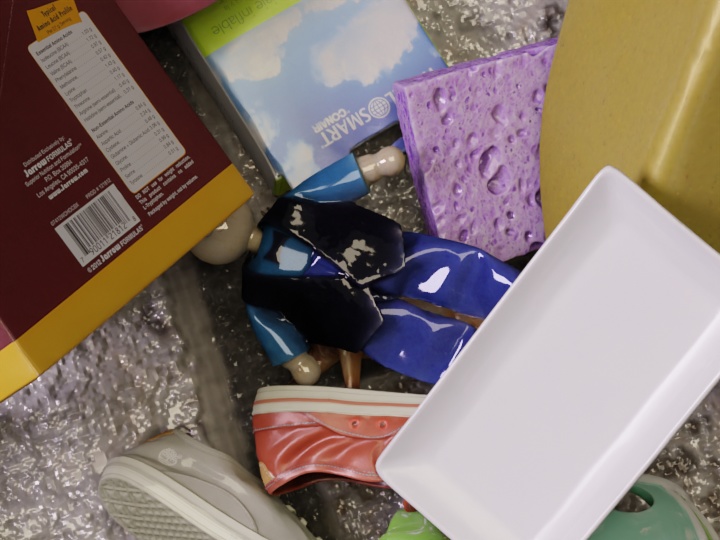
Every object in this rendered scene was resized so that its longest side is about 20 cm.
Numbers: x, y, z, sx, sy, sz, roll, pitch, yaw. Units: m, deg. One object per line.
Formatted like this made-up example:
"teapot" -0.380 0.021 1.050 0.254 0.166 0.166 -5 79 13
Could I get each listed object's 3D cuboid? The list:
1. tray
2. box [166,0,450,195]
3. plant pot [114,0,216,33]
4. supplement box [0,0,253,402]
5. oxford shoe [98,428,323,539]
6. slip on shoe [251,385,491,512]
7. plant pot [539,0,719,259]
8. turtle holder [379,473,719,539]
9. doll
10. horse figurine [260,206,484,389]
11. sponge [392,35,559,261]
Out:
"tray" 0.104 0.057 1.070 0.107 0.022 0.201 40 108 8
"box" -0.038 -0.140 1.249 0.121 0.048 0.201 -31 82 -11
"plant pot" -0.144 -0.255 1.162 0.198 0.180 0.201 -7 50 8
"supplement box" -0.199 -0.049 1.081 0.201 0.132 0.197 54 40 -6
"oxford shoe" -0.047 0.150 1.168 0.199 0.075 0.058 35 51 3
"slip on shoe" 0.039 0.097 1.143 0.198 0.074 0.062 3 80 9
"plant pot" 0.198 -0.055 1.149 0.194 0.194 0.201 17 108 -20
"turtle holder" 0.113 0.180 1.153 0.184 0.141 0.133 -7 59 27
"doll" 0.000 0.000 1.166 0.198 0.048 0.138 18 91 9
"horse figurine" 0.030 0.050 1.208 0.198 0.050 0.134 11 80 1
"sponge" 0.123 -0.077 1.231 0.198 0.030 0.113 -17 102 -15
